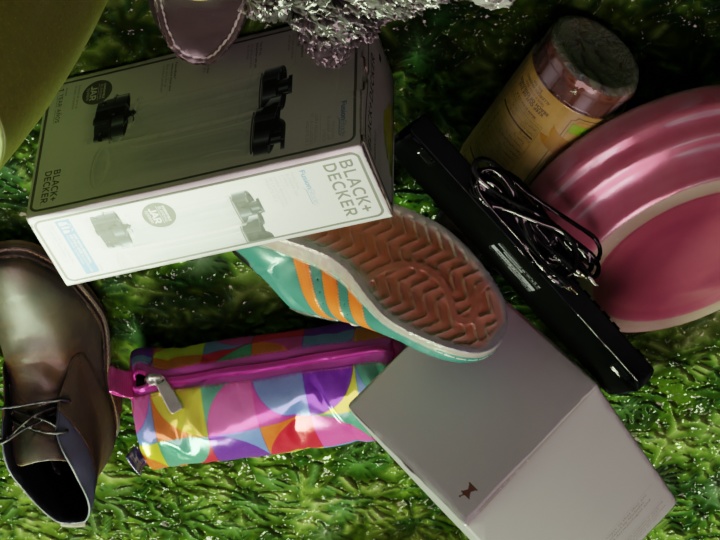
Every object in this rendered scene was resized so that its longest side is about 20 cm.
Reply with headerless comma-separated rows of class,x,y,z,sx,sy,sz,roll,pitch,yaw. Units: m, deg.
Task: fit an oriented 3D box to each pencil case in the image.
pencil case,-0.058,0.080,1.389,0.198,0.089,0.089,-9,136,7

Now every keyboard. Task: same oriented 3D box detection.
keyboard,0.101,-0.014,1.201,0.200,0.040,0.104,47,169,-5

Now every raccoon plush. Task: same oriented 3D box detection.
raccoon plush,0.003,-0.147,1.077,0.097,0.200,0.134,40,105,-14

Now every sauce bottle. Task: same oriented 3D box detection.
sauce bottle,0.089,-0.061,1.253,0.064,0.065,0.200,18,136,-18

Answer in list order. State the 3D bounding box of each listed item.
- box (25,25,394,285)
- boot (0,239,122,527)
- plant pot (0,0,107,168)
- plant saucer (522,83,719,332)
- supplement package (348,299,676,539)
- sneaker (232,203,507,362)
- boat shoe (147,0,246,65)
box,-0.082,-0.069,1.208,0.198,0.117,0.060,-13,135,13
boot,-0.199,0.075,1.376,0.074,0.097,0.201,-8,136,9
plant pot,-0.211,-0.136,1.078,0.185,0.201,0.188,0,137,0
plant saucer,0.186,-0.027,1.251,0.199,0.051,0.201,-15,147,-10
supplement package,0.100,0.117,1.341,0.117,0.117,0.200,-44,146,-3
sneaker,0.000,0.000,1.285,0.199,0.072,0.080,31,156,13
boat shoe,-0.084,-0.181,1.129,0.071,0.061,0.202,4,137,-4
